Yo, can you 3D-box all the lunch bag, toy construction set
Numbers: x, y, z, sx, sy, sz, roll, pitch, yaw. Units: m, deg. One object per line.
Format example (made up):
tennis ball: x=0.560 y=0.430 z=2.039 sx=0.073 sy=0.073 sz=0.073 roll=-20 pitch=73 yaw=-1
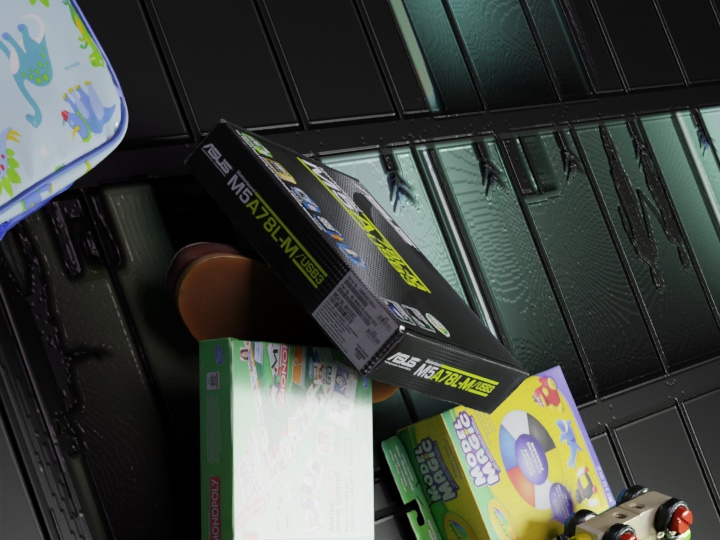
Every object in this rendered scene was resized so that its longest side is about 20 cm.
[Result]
lunch bag: x=-0.229 y=-0.098 z=1.189 sx=0.161 sy=0.082 sz=0.200 roll=58 pitch=35 yaw=-7
toy construction set: x=0.179 y=0.228 z=1.496 sx=0.200 sy=0.092 sz=0.132 roll=-27 pitch=122 yaw=-56

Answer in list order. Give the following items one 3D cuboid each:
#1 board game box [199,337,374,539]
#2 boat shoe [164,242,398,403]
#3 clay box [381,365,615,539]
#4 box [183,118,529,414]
board game box: x=-0.043 y=0.146 z=1.286 sx=0.134 sy=0.029 sz=0.202 roll=8 pitch=79 yaw=-49
boat shoe: x=-0.056 y=0.030 z=1.359 sx=0.200 sy=0.071 sz=0.070 roll=32 pitch=9 yaw=-42
clay box: x=0.100 y=0.146 z=1.499 sx=0.200 sy=0.047 sz=0.116 roll=-17 pitch=83 yaw=-56
box: x=0.000 y=0.000 z=1.356 sx=0.200 sy=0.048 sz=0.193 roll=50 pitch=16 yaw=27
